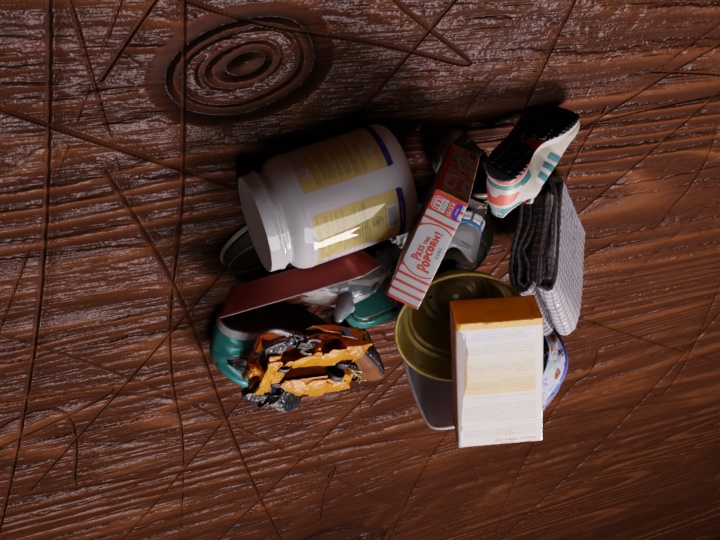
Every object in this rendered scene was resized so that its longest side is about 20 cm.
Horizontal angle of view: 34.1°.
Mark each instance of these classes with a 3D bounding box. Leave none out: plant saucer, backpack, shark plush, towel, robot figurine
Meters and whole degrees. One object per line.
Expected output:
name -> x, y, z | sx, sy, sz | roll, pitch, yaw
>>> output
plant saucer -> -0.081, 0.011, 1.586 | 0.197, 0.037, 0.200 | -17, -178, 9
backpack -> 0.274, 0.171, 2.069 | 0.153, 0.201, 0.191 | 5, 130, -48
shark plush -> 0.000, 0.000, 1.719 | 0.197, 0.091, 0.084 | -24, 118, 3
towel -> 0.283, -0.021, 1.798 | 0.084, 0.203, 0.166 | -3, 151, 22
robot figurine -> -0.086, 0.134, 1.701 | 0.198, 0.058, 0.146 | 0, 131, -37

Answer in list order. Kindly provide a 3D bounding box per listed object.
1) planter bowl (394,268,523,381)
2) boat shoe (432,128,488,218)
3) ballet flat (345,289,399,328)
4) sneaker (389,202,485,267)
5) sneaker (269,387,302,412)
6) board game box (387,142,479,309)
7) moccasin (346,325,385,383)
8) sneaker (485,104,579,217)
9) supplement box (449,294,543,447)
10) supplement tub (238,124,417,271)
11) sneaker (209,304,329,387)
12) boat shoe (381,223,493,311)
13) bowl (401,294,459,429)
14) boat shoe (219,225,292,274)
planter bowl -> 0.144, 0.060, 1.708 | 0.197, 0.084, 0.203 | -2, 127, -2
boat shoe -> 0.153, -0.114, 1.641 | 0.075, 0.073, 0.200 | -52, 151, -13
ballet flat -> 0.060, 0.042, 1.838 | 0.197, 0.068, 0.070 | -15, 171, -20
sneaker -> 0.078, -0.047, 1.636 | 0.196, 0.088, 0.075 | 8, 161, -7
sneaker -> -0.115, 0.164, 1.845 | 0.084, 0.079, 0.199 | 5, -172, 22
board game box -> 0.096, -0.061, 1.491 | 0.046, 0.200, 0.153 | 24, 113, -1
moccasin -> -0.011, 0.140, 1.899 | 0.077, 0.075, 0.202 | -21, 166, 1
sneaker -> 0.234, -0.150, 1.621 | 0.200, 0.070, 0.094 | -44, 149, -35
supplement box -> 0.191, 0.142, 1.653 | 0.124, 0.074, 0.203 | -4, 115, -2
supplement tub -> -0.042, -0.089, 1.477 | 0.197, 0.147, 0.146 | -19, 148, -14
sneaker -> -0.143, 0.120, 1.754 | 0.197, 0.084, 0.121 | 8, 130, -34
boat shoe -> 0.114, -0.015, 1.777 | 0.199, 0.074, 0.076 | -35, 139, -22
bowl -> 0.167, 0.135, 1.787 | 0.197, 0.203, 0.075 | -18, 162, 5
boat shoe -> -0.093, -0.043, 1.583 | 0.199, 0.061, 0.072 | -26, 149, -4
